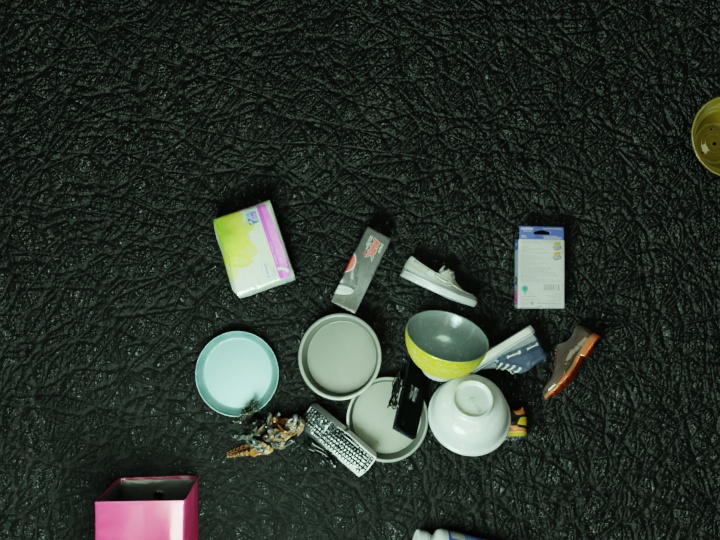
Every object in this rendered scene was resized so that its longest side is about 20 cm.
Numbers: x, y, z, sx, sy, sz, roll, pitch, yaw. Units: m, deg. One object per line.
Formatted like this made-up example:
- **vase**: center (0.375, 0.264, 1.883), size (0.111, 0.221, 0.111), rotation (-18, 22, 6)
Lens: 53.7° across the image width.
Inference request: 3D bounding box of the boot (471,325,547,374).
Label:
- **boot**: center (0.353, 0.220, 1.722), size (0.198, 0.073, 0.091), rotation (-30, 83, -5)

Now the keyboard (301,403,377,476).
- **keyboard**: center (-0.065, 0.413, 1.678), size (0.199, 0.040, 0.105), rotation (37, 101, 12)

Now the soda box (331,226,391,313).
- **soda box**: center (0.000, 0.000, 1.720), size (0.070, 0.063, 0.202), rotation (26, 86, -2)

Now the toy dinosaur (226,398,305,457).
- **toy dinosaur**: center (-0.230, 0.392, 1.671), size (0.200, 0.102, 0.136), rotation (-42, 124, -5)

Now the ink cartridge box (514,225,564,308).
- **ink cartridge box**: center (0.441, -0.007, 1.756), size (0.118, 0.042, 0.203), rotation (1, 90, -3)

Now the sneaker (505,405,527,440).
- **sneaker**: center (0.304, 0.359, 1.725), size (0.197, 0.070, 0.091), rotation (6, 68, -1)

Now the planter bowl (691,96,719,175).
- **planter bowl**: center (0.901, -0.325, 1.775), size (0.197, 0.083, 0.203), rotation (0, 87, -2)

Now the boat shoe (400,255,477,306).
- **boat shoe**: center (0.199, 0.023, 1.729), size (0.198, 0.071, 0.071), rotation (25, 89, 5)

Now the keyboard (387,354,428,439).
- **keyboard**: center (0.107, 0.289, 1.684), size (0.104, 0.039, 0.202), rotation (38, 52, -29)

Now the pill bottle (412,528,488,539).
- **pill bottle**: center (0.221, 0.675, 1.674), size (0.197, 0.112, 0.114), rotation (14, 86, -3)

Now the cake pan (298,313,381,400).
- **cake pan**: center (-0.047, 0.205, 1.694), size (0.197, 0.037, 0.203), rotation (-1, 79, 7)

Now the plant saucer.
- **plant saucer**: center (-0.295, 0.247, 1.710), size (0.197, 0.027, 0.203), rotation (0, 87, -4)

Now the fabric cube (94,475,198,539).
- **fabric cube**: center (-0.472, 0.589, 1.599), size (0.193, 0.200, 0.202), rotation (-1, 89, -4)

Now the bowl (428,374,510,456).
- **bowl**: center (0.257, 0.319, 1.658), size (0.198, 0.091, 0.203), rotation (-1, 53, 2)

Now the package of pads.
- **package of pads**: center (-0.257, -0.049, 1.706), size (0.153, 0.068, 0.202), rotation (-19, 88, -4)

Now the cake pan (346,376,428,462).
- **cake pan**: center (0.064, 0.357, 1.718), size (0.197, 0.037, 0.203), rotation (0, 87, -3)

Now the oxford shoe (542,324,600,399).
- **oxford shoe**: center (0.501, 0.225, 1.745), size (0.072, 0.071, 0.201), rotation (37, 89, 28)

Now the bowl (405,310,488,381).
- **bowl**: center (0.194, 0.195, 1.681), size (0.197, 0.201, 0.109), rotation (10, 120, -3)
